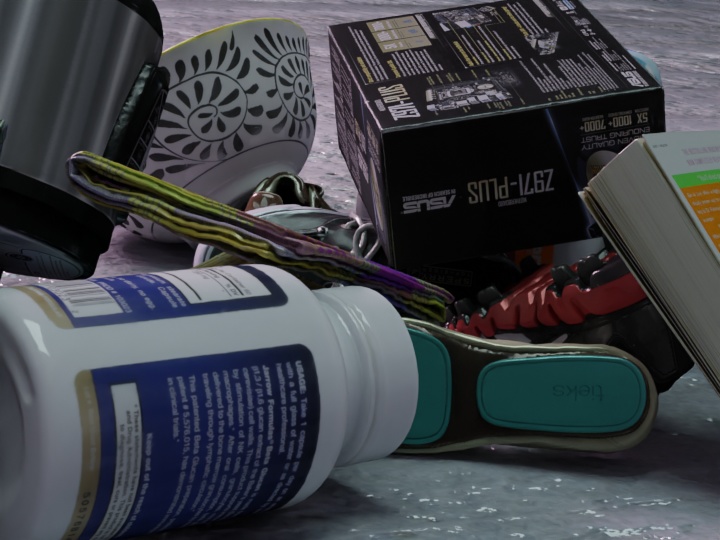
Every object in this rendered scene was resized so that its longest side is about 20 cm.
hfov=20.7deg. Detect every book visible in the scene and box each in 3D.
[{"bbox_3d":[0.211,0.021,0.989,0.133,0.048,0.201,-11,64,-51],"label":"book"}]

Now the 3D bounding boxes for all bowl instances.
[{"bbox_3d":[-0.100,-0.076,1.366,0.200,0.201,0.095,-12,65,-50],"label":"bowl"}]

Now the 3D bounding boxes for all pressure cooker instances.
[{"bbox_3d":[-0.214,-0.076,1.124,0.177,0.202,0.175,3,-17,40],"label":"pressure cooker"}]

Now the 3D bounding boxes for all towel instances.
[{"bbox_3d":[-0.049,-0.014,1.005,0.143,0.023,0.200,20,0,28],"label":"towel"}]

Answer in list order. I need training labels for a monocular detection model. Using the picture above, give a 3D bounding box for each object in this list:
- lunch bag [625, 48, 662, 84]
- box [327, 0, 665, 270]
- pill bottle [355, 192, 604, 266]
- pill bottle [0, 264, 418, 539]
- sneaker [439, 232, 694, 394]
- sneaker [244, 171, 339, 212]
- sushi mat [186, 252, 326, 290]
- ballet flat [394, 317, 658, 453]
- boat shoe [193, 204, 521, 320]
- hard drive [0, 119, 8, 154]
[{"bbox_3d":[0.112,-0.076,1.375,0.198,0.163,0.083,5,18,11],"label":"lunch bag"},{"bbox_3d":[0.076,-0.088,1.166,0.162,0.087,0.200,-9,25,-7],"label":"box"},{"bbox_3d":[0.103,-0.031,1.284,0.198,0.111,0.110,8,14,15],"label":"pill bottle"},{"bbox_3d":[-0.075,0.056,0.865,0.198,0.112,0.111,-6,17,-37],"label":"pill bottle"},{"bbox_3d":[0.114,0.040,1.084,0.071,0.099,0.200,-33,7,-30],"label":"sneaker"},{"bbox_3d":[-0.038,-0.030,1.308,0.070,0.076,0.200,6,14,7],"label":"sneaker"},{"bbox_3d":[-0.084,0.034,1.014,0.095,0.012,0.199,23,26,25],"label":"sushi mat"},{"bbox_3d":[0.051,0.062,1.005,0.198,0.070,0.070,8,14,3],"label":"ballet flat"},{"bbox_3d":[0.000,0.003,1.189,0.197,0.074,0.068,9,1,-10],"label":"boat shoe"},{"bbox_3d":[-0.197,0.019,0.860,0.037,0.141,0.200,14,22,-5],"label":"hard drive"}]
